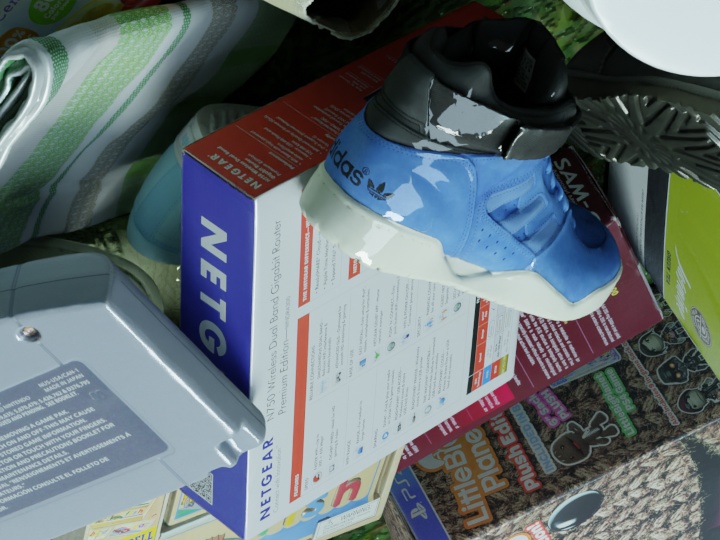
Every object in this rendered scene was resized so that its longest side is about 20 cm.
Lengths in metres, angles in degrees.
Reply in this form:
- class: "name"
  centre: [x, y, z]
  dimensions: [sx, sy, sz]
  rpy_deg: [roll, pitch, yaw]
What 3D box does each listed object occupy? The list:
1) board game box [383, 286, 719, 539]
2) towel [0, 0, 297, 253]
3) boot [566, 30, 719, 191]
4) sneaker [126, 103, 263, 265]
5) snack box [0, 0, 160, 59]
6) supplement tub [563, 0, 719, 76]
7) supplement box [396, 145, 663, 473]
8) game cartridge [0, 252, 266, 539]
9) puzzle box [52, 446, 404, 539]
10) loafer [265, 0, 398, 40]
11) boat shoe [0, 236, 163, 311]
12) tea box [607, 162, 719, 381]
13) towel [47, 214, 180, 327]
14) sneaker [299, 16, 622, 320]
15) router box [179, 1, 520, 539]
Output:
- class: "board game box"
  centre: [0.117, 0.126, 1.621]
  dimensions: [0.200, 0.097, 0.160]
  rpy_deg: [-26, 144, -6]
- class: "towel"
  centre: [-0.115, -0.058, 1.229]
  dimensions: [0.149, 0.031, 0.200]
  rpy_deg: [-48, 165, 32]
- class: "boot"
  centre: [0.177, -0.135, 1.234]
  dimensions: [0.200, 0.182, 0.073]
  rpy_deg: [-51, 123, -11]
- class: "sneaker"
  centre: [-0.041, -0.029, 1.340]
  dimensions: [0.082, 0.074, 0.200]
  rpy_deg: [-43, 152, 23]
- class: "snack box"
  centre: [-0.169, -0.113, 1.176]
  dimensions: [0.200, 0.053, 0.142]
  rpy_deg: [-46, 142, 21]
- class: "supplement tub"
  centre: [0.121, -0.179, 1.151]
  dimensions: [0.140, 0.200, 0.141]
  rpy_deg: [-7, 124, -10]
- class: "supplement box"
  centre: [0.050, 0.029, 1.491]
  dimensions: [0.200, 0.061, 0.109]
  rpy_deg: [-29, 144, 1]
- class: "game cartridge"
  centre: [-0.158, 0.064, 1.228]
  dimensions: [0.200, 0.041, 0.133]
  rpy_deg: [-22, 133, 25]
- class: "puzzle box"
  centre: [-0.061, 0.105, 1.406]
  dimensions: [0.200, 0.025, 0.133]
  rpy_deg: [-19, 144, -30]
- class: "loafer"
  centre: [-0.005, -0.134, 1.207]
  dimensions: [0.076, 0.068, 0.200]
  rpy_deg: [-54, 162, 22]
- class: "boat shoe"
  centre: [-0.190, 0.032, 1.305]
  dimensions: [0.199, 0.075, 0.066]
  rpy_deg: [-13, 171, -5]
- class: "tea box"
  centre: [0.225, -0.047, 1.405]
  dimensions: [0.133, 0.197, 0.200]
  rpy_deg: [-19, 143, -13]
- class: "towel"
  centre: [-0.117, 0.043, 1.415]
  dimensions: [0.148, 0.037, 0.200]
  rpy_deg: [-11, 140, -25]
- class: "sneaker"
  centre: [0.070, -0.048, 1.218]
  dimensions: [0.200, 0.077, 0.111]
  rpy_deg: [14, 116, -48]
- class: "router box"
  centre: [0.000, 0.000, 1.287]
  dimensions: [0.179, 0.049, 0.200]
  rpy_deg: [-29, 138, -35]
